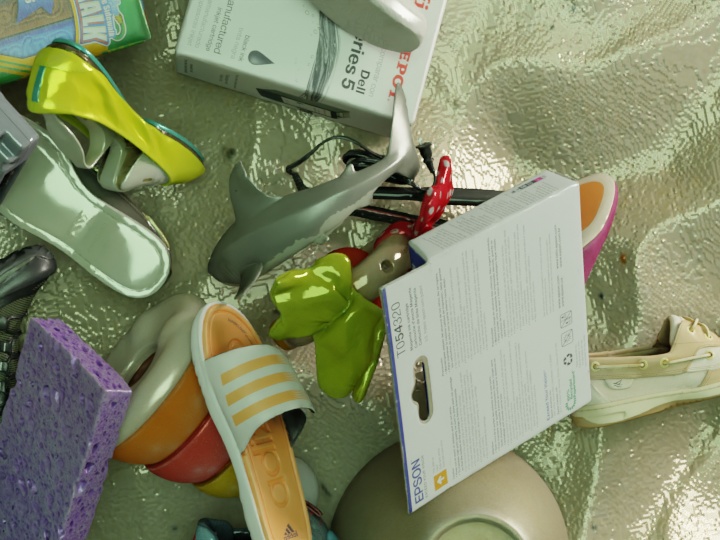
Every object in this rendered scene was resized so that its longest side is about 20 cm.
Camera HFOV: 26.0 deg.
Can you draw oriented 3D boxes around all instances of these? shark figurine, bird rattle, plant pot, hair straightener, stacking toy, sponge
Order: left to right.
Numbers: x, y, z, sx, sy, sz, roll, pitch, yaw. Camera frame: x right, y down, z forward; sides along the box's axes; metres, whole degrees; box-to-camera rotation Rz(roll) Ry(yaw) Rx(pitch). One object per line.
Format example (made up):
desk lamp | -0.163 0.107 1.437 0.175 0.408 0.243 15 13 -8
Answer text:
sponge | -0.236 0.148 1.168 0.030 0.111 0.202 1 117 -45
stacking toy | -0.111 0.129 1.224 0.200 0.146 0.147 41 83 -22
shark figurine | -0.051 -0.057 1.183 0.213 0.128 0.090 -33 97 16
bird rattle | 0.000 0.000 1.207 0.113 0.163 0.200 46 62 -12
hair straightener | 0.037 -0.074 1.276 0.197 0.041 0.078 11 102 0
plant pot | 0.079 0.230 1.216 0.198 0.134 0.203 0 87 -7

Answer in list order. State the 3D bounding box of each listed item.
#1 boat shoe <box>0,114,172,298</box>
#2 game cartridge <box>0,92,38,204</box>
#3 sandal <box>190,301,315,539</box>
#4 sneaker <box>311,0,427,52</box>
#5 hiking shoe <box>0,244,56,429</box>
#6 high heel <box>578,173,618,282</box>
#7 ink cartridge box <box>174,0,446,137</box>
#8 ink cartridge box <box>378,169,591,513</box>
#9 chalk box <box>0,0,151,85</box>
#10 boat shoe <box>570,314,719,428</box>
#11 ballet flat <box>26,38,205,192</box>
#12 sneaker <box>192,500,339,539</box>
boat shoe | -0.231 -0.054 1.235 0.201 0.060 0.072 40 94 -1
game cartridge | -0.318 -0.099 1.167 0.041 0.200 0.134 -38 89 -36
sandal | -0.061 0.117 1.144 0.059 0.079 0.209 -21 86 33
sneaker | -0.019 -0.252 1.185 0.199 0.075 0.089 37 71 -1
hiking shoe | -0.292 0.073 1.222 0.100 0.076 0.200 40 92 -11
high heel | 0.166 0.018 1.289 0.067 0.096 0.201 12 60 34
ink cartridge box | -0.036 -0.206 1.253 0.198 0.084 0.147 16 85 -5
ink cartridge box | 0.089 0.051 1.163 0.199 0.043 0.198 -26 124 -30
chalk box | -0.232 -0.226 1.200 0.198 0.124 0.125 -16 106 -6
boat shoe | 0.262 0.071 1.276 0.198 0.074 0.070 -16 94 -6
ballet flat | -0.190 -0.100 1.187 0.066 0.200 0.068 10 71 30
sneaker | -0.110 0.239 1.210 0.199 0.079 0.096 -31 94 4
